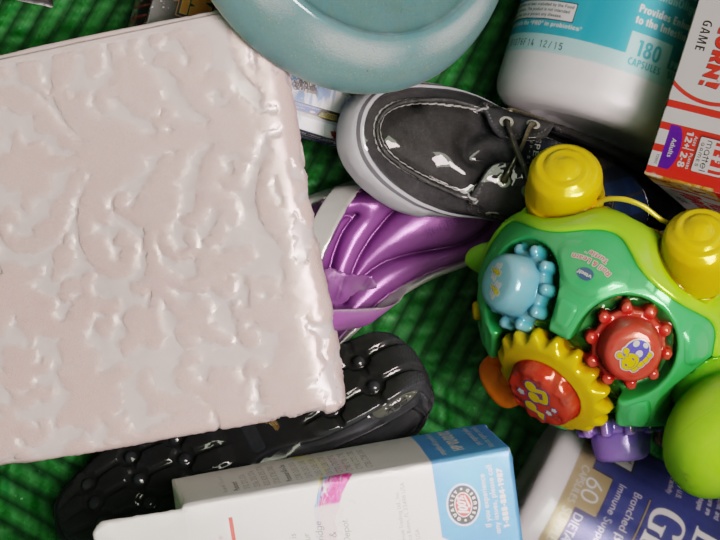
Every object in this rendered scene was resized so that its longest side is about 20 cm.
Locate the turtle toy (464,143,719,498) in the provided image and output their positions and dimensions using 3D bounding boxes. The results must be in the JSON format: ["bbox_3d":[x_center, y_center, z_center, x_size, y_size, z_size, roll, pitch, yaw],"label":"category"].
[{"bbox_3d":[0.132,0.039,1.343,0.199,0.146,0.101,28,58,22],"label":"turtle toy"}]

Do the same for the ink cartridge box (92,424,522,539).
[{"bbox_3d":[-0.023,0.149,1.316,0.199,0.068,0.116,-9,99,-7],"label":"ink cartridge box"}]

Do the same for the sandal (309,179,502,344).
[{"bbox_3d":[-0.004,-0.006,1.405,0.202,0.050,0.083,-33,101,-17],"label":"sandal"}]

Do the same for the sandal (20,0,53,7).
[{"bbox_3d":[-0.144,-0.163,1.345,0.205,0.059,0.080,5,77,-5],"label":"sandal"}]

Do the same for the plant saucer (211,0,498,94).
[{"bbox_3d":[-0.001,-0.187,1.347,0.199,0.027,0.202,6,78,-32],"label":"plant saucer"}]

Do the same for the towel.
[{"bbox_3d":[-0.115,-0.015,1.344,0.190,0.032,0.201,-11,93,5],"label":"towel"}]

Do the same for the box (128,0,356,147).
[{"bbox_3d":[-0.033,-0.173,1.398,0.136,0.040,0.201,16,86,-19],"label":"box"}]

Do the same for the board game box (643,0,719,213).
[{"bbox_3d":[0.211,-0.092,1.412,0.046,0.200,0.152,16,85,23],"label":"board game box"}]

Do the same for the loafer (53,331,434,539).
[{"bbox_3d":[-0.055,0.098,1.382,0.200,0.071,0.068,-24,55,-4],"label":"loafer"}]

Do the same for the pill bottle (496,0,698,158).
[{"bbox_3d":[0.148,-0.166,1.423,0.110,0.111,0.201,18,86,-18],"label":"pill bottle"}]

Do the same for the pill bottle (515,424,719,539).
[{"bbox_3d":[0.164,0.166,1.410,0.199,0.111,0.112,28,82,-1],"label":"pill bottle"}]

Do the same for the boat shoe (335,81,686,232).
[{"bbox_3d":[0.083,-0.050,1.400,0.199,0.066,0.070,22,72,-30],"label":"boat shoe"}]

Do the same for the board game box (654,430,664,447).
[{"bbox_3d":[0.279,0.079,1.437,0.199,0.159,0.098,12,97,-17],"label":"board game box"}]
